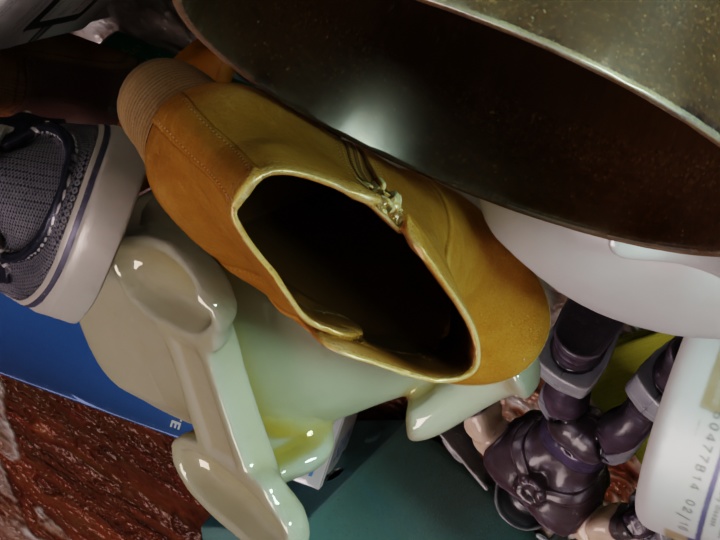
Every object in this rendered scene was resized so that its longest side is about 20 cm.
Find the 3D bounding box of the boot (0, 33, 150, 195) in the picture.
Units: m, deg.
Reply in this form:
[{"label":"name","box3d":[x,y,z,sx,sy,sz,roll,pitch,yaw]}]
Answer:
[{"label":"boot","box3d":[-0.136,-0.079,1.080,0.188,0.069,0.200,32,-173,31]}]

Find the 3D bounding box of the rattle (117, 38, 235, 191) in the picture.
[{"label":"rattle","box3d":[-0.085,-0.153,0.989,0.130,0.142,0.200,60,179,44]}]

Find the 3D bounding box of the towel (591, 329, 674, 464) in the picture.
[{"label":"towel","box3d":[0.178,0.103,1.140,0.200,0.018,0.086,50,145,-12]}]

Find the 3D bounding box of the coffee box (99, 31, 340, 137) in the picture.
[{"label":"coffee box","box3d":[-0.041,-0.027,1.201,0.199,0.044,0.123,24,148,30]}]

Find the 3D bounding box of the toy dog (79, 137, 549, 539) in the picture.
[{"label":"toy dog","box3d":[0.000,0.000,1.025,0.194,0.199,0.140,15,129,60]}]

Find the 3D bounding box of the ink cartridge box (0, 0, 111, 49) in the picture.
[{"label":"ink cartridge box","box3d":[-0.149,-0.157,1.062,0.068,0.200,0.116,-41,89,17]}]

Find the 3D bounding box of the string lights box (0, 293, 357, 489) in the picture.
[{"label":"string lights box","box3d":[-0.097,0.037,1.236,0.199,0.059,0.103,19,-172,3]}]

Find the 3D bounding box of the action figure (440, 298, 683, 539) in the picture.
[{"label":"action figure","box3d":[0.099,0.064,1.106,0.130,0.070,0.200,32,150,2]}]

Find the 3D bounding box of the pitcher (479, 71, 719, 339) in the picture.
[{"label":"pitcher","box3d":[0.132,-0.024,0.830,0.199,0.171,0.122,11,117,26]}]

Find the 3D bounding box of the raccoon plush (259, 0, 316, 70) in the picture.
[{"label":"raccoon plush","box3d":[-0.005,-0.175,0.829,0.134,0.096,0.201,117,145,-45]}]

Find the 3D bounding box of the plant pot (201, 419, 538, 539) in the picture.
[{"label":"plant pot","box3d":[0.019,0.181,1.322,0.141,0.141,0.201,-7,120,54]}]

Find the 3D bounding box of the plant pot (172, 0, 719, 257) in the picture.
[{"label":"plant pot","box3d":[0.068,-0.133,0.741,0.186,0.201,0.187,21,170,4]}]

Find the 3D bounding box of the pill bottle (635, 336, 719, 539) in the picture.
[{"label":"pill bottle","box3d":[0.210,0.071,0.933,0.199,0.120,0.120,20,147,13]}]

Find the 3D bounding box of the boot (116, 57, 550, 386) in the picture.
[{"label":"boot","box3d":[0.011,0.008,0.842,0.201,0.071,0.144,34,-174,-31]}]

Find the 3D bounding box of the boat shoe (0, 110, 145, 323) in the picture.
[{"label":"boat shoe","box3d":[-0.143,-0.029,0.969,0.092,0.075,0.200,22,170,-15]}]
